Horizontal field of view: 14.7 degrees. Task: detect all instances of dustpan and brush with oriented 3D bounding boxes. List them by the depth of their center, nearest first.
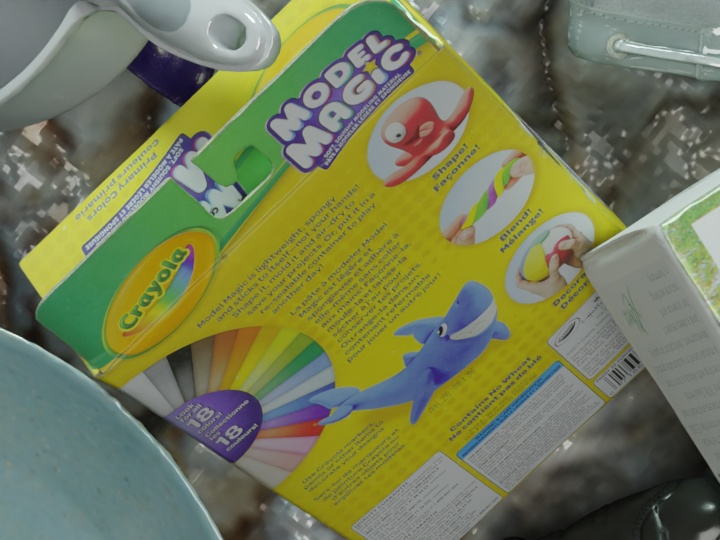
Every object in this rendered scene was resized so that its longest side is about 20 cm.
[{"bbox_3d":[-0.074,-0.082,0.704,0.199,0.057,0.140,27,99,39],"label":"dustpan and brush"}]

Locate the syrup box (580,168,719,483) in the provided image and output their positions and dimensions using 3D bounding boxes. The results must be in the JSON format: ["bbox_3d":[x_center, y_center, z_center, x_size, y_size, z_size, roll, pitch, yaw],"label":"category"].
[{"bbox_3d":[0.146,0.058,0.691,0.078,0.081,0.201,-32,90,-11],"label":"syrup box"}]

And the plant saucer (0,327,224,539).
[{"bbox_3d":[-0.113,0.106,0.689,0.200,0.039,0.203,1,96,13],"label":"plant saucer"}]

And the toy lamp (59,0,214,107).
[{"bbox_3d":[0.001,-0.134,0.759,0.058,0.058,0.200,41,98,-5],"label":"toy lamp"}]

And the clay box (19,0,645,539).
[{"bbox_3d":[0.000,0.000,0.715,0.115,0.200,0.048,-43,53,5],"label":"clay box"}]

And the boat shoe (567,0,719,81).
[{"bbox_3d":[0.153,-0.063,0.767,0.199,0.070,0.072,13,108,2],"label":"boat shoe"}]

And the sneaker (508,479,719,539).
[{"bbox_3d":[0.110,0.150,0.753,0.090,0.076,0.201,-30,83,19],"label":"sneaker"}]
